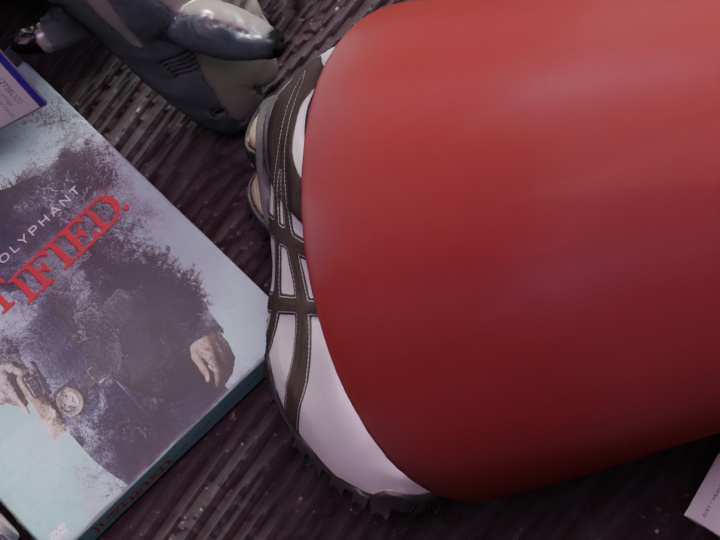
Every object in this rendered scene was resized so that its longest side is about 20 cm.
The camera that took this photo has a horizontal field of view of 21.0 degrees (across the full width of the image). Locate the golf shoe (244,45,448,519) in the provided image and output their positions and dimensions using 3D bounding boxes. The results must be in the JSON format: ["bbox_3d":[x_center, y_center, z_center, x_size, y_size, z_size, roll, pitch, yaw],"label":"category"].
[{"bbox_3d":[0.000,0.000,0.793,0.078,0.095,0.200,-8,67,-24],"label":"golf shoe"}]

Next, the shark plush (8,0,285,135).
[{"bbox_3d":[-0.116,-0.110,0.810,0.083,0.200,0.091,-48,48,36],"label":"shark plush"}]

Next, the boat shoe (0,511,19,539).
[{"bbox_3d":[-0.235,0.074,0.828,0.200,0.072,0.069,40,77,10],"label":"boat shoe"}]

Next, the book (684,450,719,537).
[{"bbox_3d":[0.237,0.082,0.706,0.200,0.048,0.134,30,94,35],"label":"book"}]

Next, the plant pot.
[{"bbox_3d":[0.105,-0.021,0.707,0.177,0.200,0.201,-10,66,33],"label":"plant pot"}]

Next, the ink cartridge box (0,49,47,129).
[{"bbox_3d":[-0.245,-0.064,0.839,0.200,0.095,0.037,-25,45,13],"label":"ink cartridge box"}]

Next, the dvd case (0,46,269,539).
[{"bbox_3d":[-0.143,0.012,0.858,0.146,0.022,0.200,-43,68,-8],"label":"dvd case"}]
